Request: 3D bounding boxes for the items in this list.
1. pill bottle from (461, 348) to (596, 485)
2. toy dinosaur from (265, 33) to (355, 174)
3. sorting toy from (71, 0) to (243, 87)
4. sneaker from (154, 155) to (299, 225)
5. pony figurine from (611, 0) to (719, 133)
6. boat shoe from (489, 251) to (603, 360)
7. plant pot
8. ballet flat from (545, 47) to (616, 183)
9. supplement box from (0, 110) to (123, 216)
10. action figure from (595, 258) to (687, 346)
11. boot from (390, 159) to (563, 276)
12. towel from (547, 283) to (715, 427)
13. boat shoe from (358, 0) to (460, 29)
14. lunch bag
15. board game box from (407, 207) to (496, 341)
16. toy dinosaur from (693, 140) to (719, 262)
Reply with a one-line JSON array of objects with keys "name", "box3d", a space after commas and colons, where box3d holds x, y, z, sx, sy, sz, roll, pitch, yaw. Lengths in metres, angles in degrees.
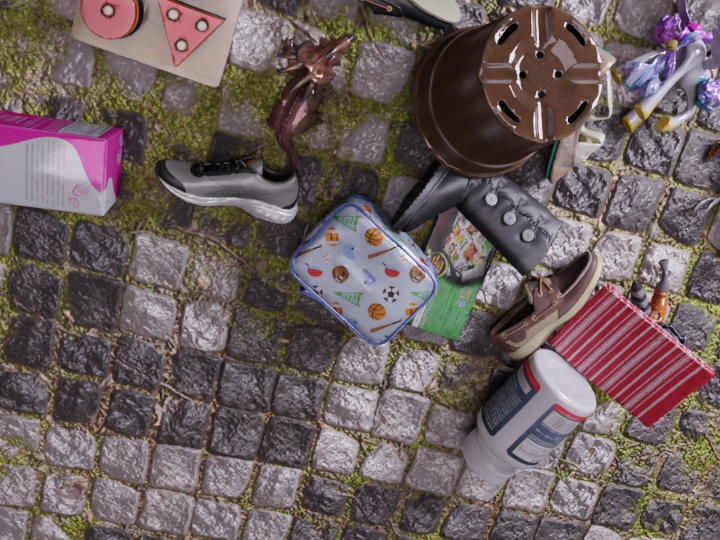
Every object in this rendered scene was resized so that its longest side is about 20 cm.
[{"name": "pill bottle", "box3d": [0.247, 0.227, 1.195, 0.119, 0.120, 0.201, 31, 117, -14]}, {"name": "toy dinosaur", "box3d": [-0.078, -0.219, 1.011, 0.085, 0.136, 0.202, 16, 109, -9]}, {"name": "sorting toy", "box3d": [-0.248, -0.354, 0.987, 0.198, 0.070, 0.201, 17, 108, -10]}, {"name": "sneaker", "box3d": [-0.176, -0.125, 1.067, 0.197, 0.074, 0.080, 11, 122, -14]}, {"name": "pony figurine", "box3d": [0.431, -0.282, 1.031, 0.199, 0.167, 0.193, -34, 140, 5]}, {"name": "boat shoe", "box3d": [0.270, 0.042, 1.164, 0.072, 0.072, 0.200, 36, 110, -16]}, {"name": "plant pot", "box3d": [0.184, -0.223, 0.967, 0.197, 0.198, 0.203, 0, 92, -12]}, {"name": "ballet flat", "box3d": [0.297, -0.199, 1.055, 0.066, 0.068, 0.202, 17, 130, 17]}, {"name": "supplement box", "box3d": [-0.422, -0.144, 1.033, 0.197, 0.104, 0.103, 8, 108, -5]}, {"name": "action figure", "box3d": [0.397, 0.101, 1.178, 0.198, 0.105, 0.196, -18, 101, 2]}, {"name": "boot", "box3d": [0.163, -0.063, 1.097, 0.200, 0.066, 0.165, 41, 86, -12]}, {"name": "towel", "box3d": [0.390, 0.125, 1.146, 0.200, 0.022, 0.145, 40, 128, 6]}, {"name": "boat shoe", "box3d": [0.036, -0.363, 1.010, 0.199, 0.074, 0.063, 21, 143, -21]}, {"name": "lunch bag", "box3d": [0.000, 0.000, 1.120, 0.200, 0.076, 0.160, 43, 108, -9]}, {"name": "board game box", "box3d": [0.133, -0.001, 1.163, 0.104, 0.024, 0.202, 18, 107, -12]}, {"name": "toy dinosaur", "box3d": [0.556, -0.100, 1.149, 0.198, 0.104, 0.184, -4, 100, -42]}]
